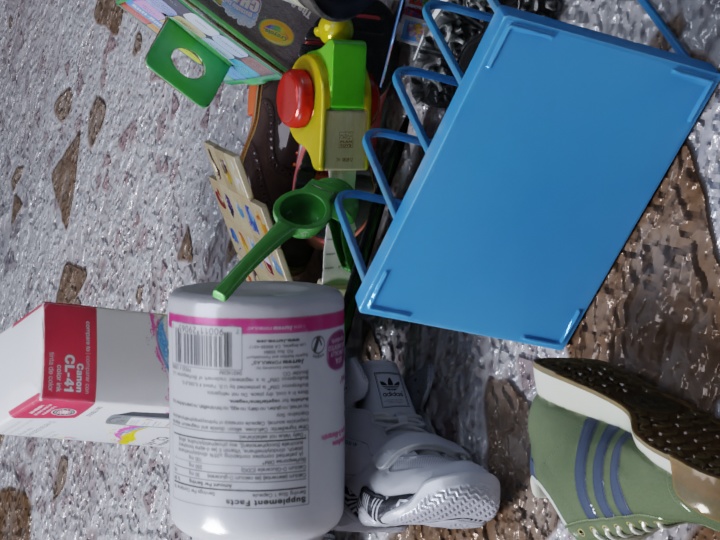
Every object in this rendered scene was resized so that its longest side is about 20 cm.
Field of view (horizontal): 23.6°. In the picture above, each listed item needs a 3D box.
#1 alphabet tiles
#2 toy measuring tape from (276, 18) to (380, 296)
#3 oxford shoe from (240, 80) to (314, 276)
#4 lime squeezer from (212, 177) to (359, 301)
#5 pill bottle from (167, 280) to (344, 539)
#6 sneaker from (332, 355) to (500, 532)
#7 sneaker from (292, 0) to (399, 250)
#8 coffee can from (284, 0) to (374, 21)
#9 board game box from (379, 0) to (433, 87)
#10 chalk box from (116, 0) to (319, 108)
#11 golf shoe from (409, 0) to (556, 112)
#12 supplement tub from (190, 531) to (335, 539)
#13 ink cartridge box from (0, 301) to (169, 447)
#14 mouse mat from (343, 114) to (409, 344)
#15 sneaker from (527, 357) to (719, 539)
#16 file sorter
[{"bbox_3d":[-0.072,0.000,1.302,0.166,0.006,0.200,-149,38,-70],"label":"alphabet tiles"},{"bbox_3d":[-0.025,-0.083,1.223,0.074,0.073,0.200,-162,72,-63],"label":"toy measuring tape"},{"bbox_3d":[-0.053,-0.094,1.359,0.073,0.071,0.200,-34,52,51],"label":"oxford shoe"},{"bbox_3d":[-0.037,-0.026,1.087,0.038,0.200,0.071,41,109,13],"label":"lime squeezer"},{"bbox_3d":[-0.066,0.110,1.104,0.113,0.113,0.200,12,103,63],"label":"pill bottle"},{"bbox_3d":[0.026,0.111,1.128,0.200,0.075,0.115,158,114,-63],"label":"sneaker"},{"bbox_3d":[-0.020,-0.109,1.297,0.087,0.074,0.200,120,160,-75],"label":"sneaker"},{"bbox_3d":[-0.078,-0.272,1.192,0.200,0.146,0.147,24,106,24],"label":"coffee can"},{"bbox_3d":[0.055,-0.220,1.192,0.158,0.039,0.200,-84,8,-82],"label":"board game box"},{"bbox_3d":[-0.099,-0.224,1.355,0.200,0.124,0.124,-59,24,-12],"label":"chalk box"},{"bbox_3d":[0.091,-0.196,1.114,0.200,0.078,0.095,-57,28,22],"label":"golf shoe"},{"bbox_3d":[-0.076,0.151,1.264,0.107,0.107,0.200,-32,60,56],"label":"supplement tub"},{"bbox_3d":[-0.192,0.090,1.426,0.148,0.200,0.086,-31,55,57],"label":"ink cartridge box"},{"bbox_3d":[0.000,0.000,1.195,0.161,0.008,0.200,-67,-5,-68],"label":"mouse mat"},{"bbox_3d":[0.148,0.115,0.910,0.200,0.067,0.090,-147,61,-61],"label":"sneaker"},{"bbox_3d":[0.085,-0.077,1.009,0.200,0.139,0.123,-64,29,30],"label":"file sorter"}]
